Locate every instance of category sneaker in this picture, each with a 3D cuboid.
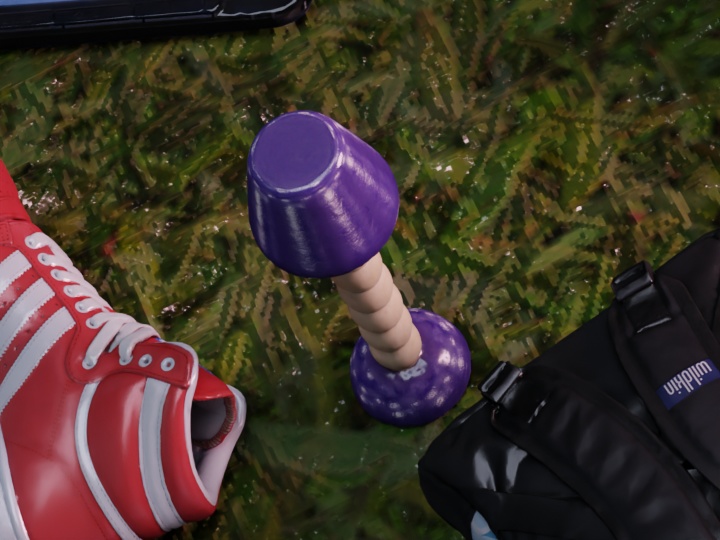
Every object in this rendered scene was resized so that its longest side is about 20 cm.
[{"bbox_3d":[-0.113,0.023,1.148,0.112,0.071,0.201,-19,70,11],"label":"sneaker"}]

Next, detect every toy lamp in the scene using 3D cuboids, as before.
[{"bbox_3d":[0.000,0.000,1.063,0.058,0.200,0.058,-6,65,13],"label":"toy lamp"}]

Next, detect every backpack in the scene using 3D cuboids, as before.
[{"bbox_3d":[0.144,0.108,1.018,0.163,0.154,0.200,-38,40,-7],"label":"backpack"}]

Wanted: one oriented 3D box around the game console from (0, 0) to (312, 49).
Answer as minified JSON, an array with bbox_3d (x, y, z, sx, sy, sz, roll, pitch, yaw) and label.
[{"bbox_3d":[-0.124,-0.201,1.238,0.199,0.118,0.171,-3,65,14],"label":"game console"}]
